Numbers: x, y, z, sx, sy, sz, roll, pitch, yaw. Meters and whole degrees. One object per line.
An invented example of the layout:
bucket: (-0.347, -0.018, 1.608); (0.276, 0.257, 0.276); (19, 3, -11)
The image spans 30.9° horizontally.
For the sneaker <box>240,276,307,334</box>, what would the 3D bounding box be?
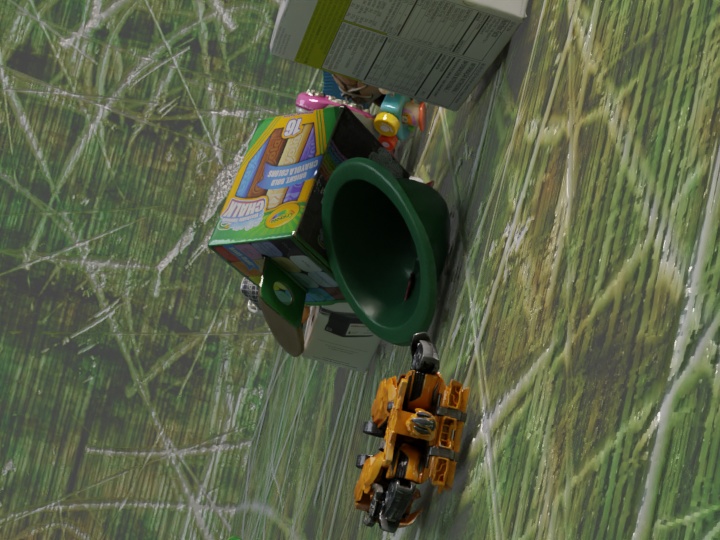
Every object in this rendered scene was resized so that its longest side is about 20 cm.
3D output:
sneaker: (-0.095, 0.038, 1.594); (0.200, 0.080, 0.077); (80, -166, -74)

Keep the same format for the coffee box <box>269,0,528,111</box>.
coffee box: (0.046, -0.293, 1.173); (0.200, 0.196, 0.201); (127, 157, -70)

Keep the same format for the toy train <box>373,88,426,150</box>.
toy train: (0.070, -0.240, 1.535); (0.150, 0.055, 0.202); (-30, -51, -61)

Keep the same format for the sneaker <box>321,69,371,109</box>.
sneaker: (-0.008, -0.232, 1.681); (0.081, 0.076, 0.201); (-36, -22, -30)

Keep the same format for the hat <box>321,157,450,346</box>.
hat: (0.075, -0.045, 1.206); (0.201, 0.175, 0.166); (55, 145, 27)

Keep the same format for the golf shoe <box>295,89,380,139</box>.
golf shoe: (-0.021, -0.153, 1.542); (0.200, 0.075, 0.092); (18, -86, -60)

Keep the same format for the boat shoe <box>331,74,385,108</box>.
boat shoe: (0.007, -0.229, 1.544); (0.199, 0.071, 0.065); (8, -89, -58)

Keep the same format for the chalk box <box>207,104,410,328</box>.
chalk box: (-0.057, -0.043, 1.297); (0.123, 0.125, 0.201); (-3, 56, 42)

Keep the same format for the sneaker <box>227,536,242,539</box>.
sneaker: (-0.237, 0.581, 2.445); (0.084, 0.074, 0.201); (-42, 22, 32)

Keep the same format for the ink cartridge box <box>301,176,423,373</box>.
ink cartridge box: (0.000, 0.000, 1.457); (0.200, 0.083, 0.146); (113, 169, -56)

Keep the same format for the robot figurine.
robot figurine: (0.037, 0.128, 0.980); (0.200, 0.058, 0.146); (124, 159, -74)

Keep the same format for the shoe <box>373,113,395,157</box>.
shoe: (0.007, -0.139, 1.789); (0.200, 0.071, 0.092); (131, 154, -65)

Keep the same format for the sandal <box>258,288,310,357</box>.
sandal: (-0.074, 0.010, 1.434); (0.069, 0.078, 0.213); (-37, -39, -19)
